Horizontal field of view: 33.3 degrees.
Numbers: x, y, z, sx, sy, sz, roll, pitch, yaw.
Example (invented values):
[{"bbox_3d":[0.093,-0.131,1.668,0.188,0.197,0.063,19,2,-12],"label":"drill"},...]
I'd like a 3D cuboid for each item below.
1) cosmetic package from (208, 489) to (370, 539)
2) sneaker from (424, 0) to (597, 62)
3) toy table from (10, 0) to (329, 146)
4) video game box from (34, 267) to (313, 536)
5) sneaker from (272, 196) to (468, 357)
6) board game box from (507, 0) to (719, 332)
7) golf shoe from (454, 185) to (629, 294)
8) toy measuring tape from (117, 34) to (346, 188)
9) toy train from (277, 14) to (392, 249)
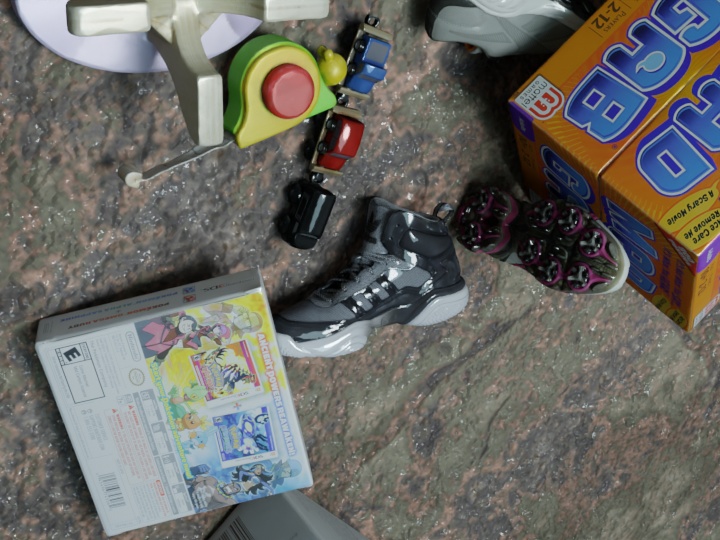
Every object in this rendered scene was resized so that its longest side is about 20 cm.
[{"bbox_3d":[-0.043,0.326,1.099,0.168,0.166,0.200,-50,128,-1],"label":"cosmetic package"},{"bbox_3d":[0.136,-0.214,1.026,0.199,0.074,0.080,6,133,-36],"label":"sneaker"},{"bbox_3d":[-0.131,-0.190,0.842,0.199,0.117,0.185,-22,121,-21],"label":"toy table"},{"bbox_3d":[-0.146,0.109,0.982,0.181,0.047,0.201,-12,120,-1],"label":"video game box"},{"bbox_3d":[0.000,0.000,1.037,0.199,0.075,0.115,-15,112,-24],"label":"sneaker"},{"bbox_3d":[0.271,-0.109,1.019,0.200,0.200,0.200,-45,157,-5],"label":"board game box"},{"bbox_3d":[0.171,-0.024,1.044,0.092,0.200,0.073,18,97,-33],"label":"golf shoe"},{"bbox_3d":[-0.099,-0.131,0.918,0.199,0.074,0.074,-26,122,-19],"label":"toy measuring tape"},{"bbox_3d":[-0.020,-0.110,0.987,0.034,0.046,0.201,12,105,-34],"label":"toy train"}]
